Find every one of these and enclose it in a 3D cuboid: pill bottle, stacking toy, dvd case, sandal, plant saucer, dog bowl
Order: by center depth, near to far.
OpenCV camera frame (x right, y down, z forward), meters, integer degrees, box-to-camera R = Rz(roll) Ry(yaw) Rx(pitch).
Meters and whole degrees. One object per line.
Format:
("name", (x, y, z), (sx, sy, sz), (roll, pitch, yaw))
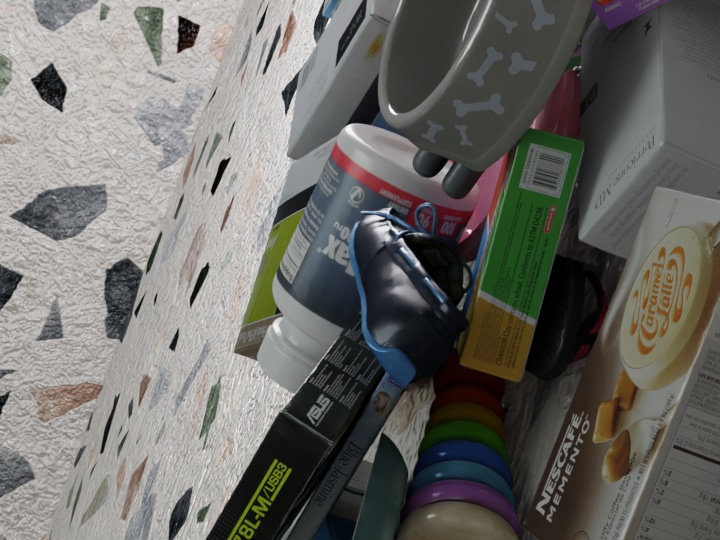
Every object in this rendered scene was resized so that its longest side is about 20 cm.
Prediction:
("dog bowl", (0.076, -0.164, 0.983), (0.200, 0.058, 0.201), (-53, 24, 37))
("plant saucer", (0.000, 0.209, 1.033), (0.200, 0.027, 0.202), (15, -90, -87))
("sandal", (0.140, 0.028, 1.035), (0.200, 0.045, 0.076), (-69, 3, -79))
("stacking toy", (0.075, 0.128, 1.077), (0.086, 0.085, 0.201), (-57, 13, 38))
("dvd case", (0.008, 0.111, 1.109), (0.201, 0.017, 0.143), (-61, -6, 29))
("pill bottle", (0.000, 0.000, 1.198), (0.120, 0.119, 0.201), (-111, 44, -67))
("plant saucer", (0.119, -0.097, 1.231), (0.201, 0.051, 0.201), (-90, 26, -50))

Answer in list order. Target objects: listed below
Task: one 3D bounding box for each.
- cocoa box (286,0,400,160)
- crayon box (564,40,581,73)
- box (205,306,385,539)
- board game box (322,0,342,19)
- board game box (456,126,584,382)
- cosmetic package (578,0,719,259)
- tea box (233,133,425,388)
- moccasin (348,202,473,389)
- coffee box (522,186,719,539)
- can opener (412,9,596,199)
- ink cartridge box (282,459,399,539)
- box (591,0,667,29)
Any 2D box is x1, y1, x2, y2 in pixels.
("cocoa box", (0.031, -0.193, 1.500), (0.200, 0.130, 0.134), (125, 159, -43))
("crayon box", (0.170, -0.240, 1.124), (0.200, 0.058, 0.173), (-30, 39, 41))
("box", (-0.046, 0.134, 1.087), (0.194, 0.047, 0.200), (-62, -6, 29))
("board game box", (0.062, -0.297, 1.518), (0.200, 0.134, 0.034), (132, 154, -52))
("board game box", (0.103, -0.014, 1.033), (0.200, 0.040, 0.154), (-35, -40, -87))
("cosmetic package", (0.190, -0.110, 0.967), (0.102, 0.074, 0.201), (126, 159, -47))
("tea box", (-0.007, -0.002, 1.389), (0.200, 0.133, 0.198), (162, 127, -71))
("moccasin", (0.041, 0.011, 1.008), (0.068, 0.081, 0.200), (-35, 27, 12))
("coffee box", (0.171, 0.068, 0.795), (0.114, 0.079, 0.201), (-145, 76, -74))
("can opener", (0.107, -0.138, 1.058), (0.201, 0.053, 0.066), (-57, -6, 26))
("ink cartridge box", (-0.029, 0.247, 1.247), (0.200, 0.083, 0.146), (-122, 53, -70))
("box", (0.224, -0.244, 0.930), (0.199, 0.039, 0.138), (-24, 42, 33))
